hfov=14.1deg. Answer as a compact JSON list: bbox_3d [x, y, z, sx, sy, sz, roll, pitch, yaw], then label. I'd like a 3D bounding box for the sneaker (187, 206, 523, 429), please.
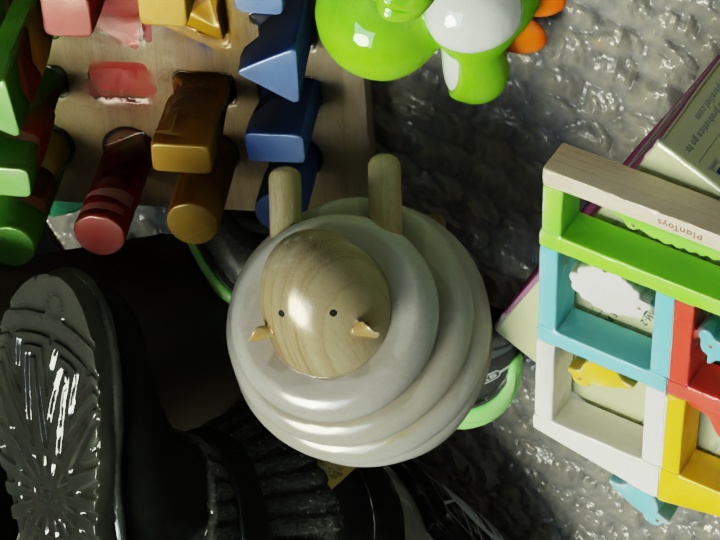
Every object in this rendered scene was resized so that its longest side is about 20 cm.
[{"bbox_3d":[0.000,0.000,1.485,0.200,0.077,0.084,29,127,7],"label":"sneaker"}]

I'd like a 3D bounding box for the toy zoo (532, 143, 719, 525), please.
[{"bbox_3d":[0.139,0.042,1.279,0.131,0.020,0.200,22,141,22],"label":"toy zoo"}]

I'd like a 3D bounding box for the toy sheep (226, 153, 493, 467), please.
[{"bbox_3d":[0.002,0.027,1.361,0.138,0.138,0.200,20,171,24],"label":"toy sheep"}]

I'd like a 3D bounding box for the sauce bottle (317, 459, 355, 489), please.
[{"bbox_3d":[-0.079,0.128,1.498,0.200,0.066,0.066,-41,100,13],"label":"sauce bottle"}]

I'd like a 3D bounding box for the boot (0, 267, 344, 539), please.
[{"bbox_3d":[-0.087,0.081,1.371,0.079,0.158,0.211,18,120,41],"label":"boot"}]

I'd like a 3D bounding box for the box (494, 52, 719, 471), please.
[{"bbox_3d":[0.193,0.018,1.306,0.200,0.097,0.176,39,143,2],"label":"box"}]

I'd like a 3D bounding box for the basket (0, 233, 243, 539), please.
[{"bbox_3d":[-0.151,0.058,1.475,0.136,0.200,0.180,27,121,28],"label":"basket"}]

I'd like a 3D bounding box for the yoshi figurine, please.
[{"bbox_3d":[0.019,-0.150,1.273,0.112,0.112,0.200,25,144,30],"label":"yoshi figurine"}]

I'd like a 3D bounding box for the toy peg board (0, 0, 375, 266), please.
[{"bbox_3d":[-0.102,-0.087,1.381,0.199,0.098,0.200,3,132,9],"label":"toy peg board"}]

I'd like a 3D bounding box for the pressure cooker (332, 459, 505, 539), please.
[{"bbox_3d":[0.001,0.197,1.578,0.179,0.176,0.200,-7,148,39],"label":"pressure cooker"}]

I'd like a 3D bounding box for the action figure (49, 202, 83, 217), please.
[{"bbox_3d":[-0.141,-0.077,1.524,0.118,0.055,0.200,47,139,-12],"label":"action figure"}]

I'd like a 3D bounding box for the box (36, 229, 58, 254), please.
[{"bbox_3d":[-0.296,0.011,1.672,0.200,0.148,0.107,-6,124,43],"label":"box"}]
